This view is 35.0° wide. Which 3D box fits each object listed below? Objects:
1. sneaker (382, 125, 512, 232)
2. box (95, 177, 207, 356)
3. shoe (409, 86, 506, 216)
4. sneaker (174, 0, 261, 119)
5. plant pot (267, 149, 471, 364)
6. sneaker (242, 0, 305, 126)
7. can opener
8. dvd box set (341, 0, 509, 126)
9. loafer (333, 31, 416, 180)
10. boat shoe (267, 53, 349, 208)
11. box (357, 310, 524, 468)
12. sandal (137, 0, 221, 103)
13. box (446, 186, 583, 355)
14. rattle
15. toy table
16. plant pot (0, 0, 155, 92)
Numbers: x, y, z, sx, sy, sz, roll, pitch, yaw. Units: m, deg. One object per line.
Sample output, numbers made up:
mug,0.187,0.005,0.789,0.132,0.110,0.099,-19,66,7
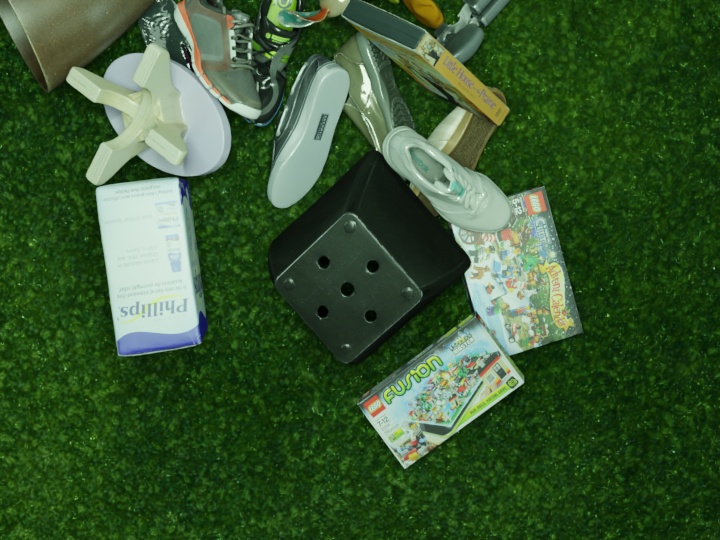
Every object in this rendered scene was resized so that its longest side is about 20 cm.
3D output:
sneaker,0.116,-0.104,1.436,0.198,0.088,0.076,32,93,-19
box,-0.255,-0.009,1.424,0.103,0.184,0.204,-7,94,-4
shoe,0.120,-0.156,1.508,0.069,0.053,0.202,29,98,-39
sneaker,-0.167,-0.282,1.430,0.082,0.077,0.202,-39,68,22
plant pot,0.000,0.000,1.417,0.199,0.178,0.200,-41,95,16
sneaker,-0.118,-0.288,1.467,0.070,0.083,0.203,16,93,-4
can opener,0.165,-0.339,1.491,0.066,0.053,0.201,37,86,35
dvd box set,0.082,-0.254,1.401,0.199,0.146,0.030,31,93,-49
loafer,0.019,-0.211,1.494,0.069,0.075,0.204,-15,95,28
boat shoe,-0.080,-0.182,1.484,0.071,0.068,0.203,1,119,-44
box,0.105,0.158,1.505,0.199,0.035,0.111,-38,94,12
sandal,-0.238,-0.257,1.479,0.074,0.048,0.203,-23,93,-2
box,0.204,0.004,1.523,0.134,0.038,0.204,-16,94,-2
rattle,0.001,-0.317,1.443,0.201,0.128,0.144,-53,135,-35
toy table,-0.265,-0.191,1.408,0.197,0.117,0.187,25,104,18
plant pot,-0.345,-0.351,1.418,0.198,0.187,0.189,-30,94,-16
